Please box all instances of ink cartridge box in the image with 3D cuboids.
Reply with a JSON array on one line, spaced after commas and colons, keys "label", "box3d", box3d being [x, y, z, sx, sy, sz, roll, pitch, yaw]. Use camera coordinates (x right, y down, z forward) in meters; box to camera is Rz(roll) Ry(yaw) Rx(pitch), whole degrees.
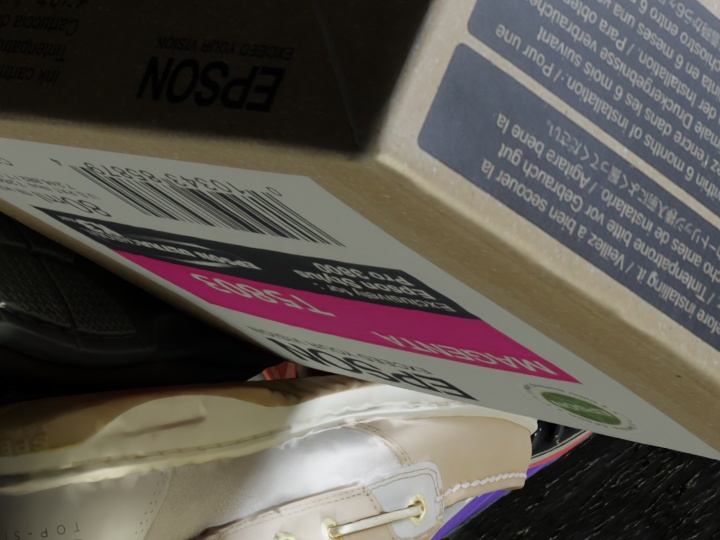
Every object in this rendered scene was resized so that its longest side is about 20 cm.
[{"label": "ink cartridge box", "box3d": [-0.002, -0.029, 0.592, 0.165, 0.200, 0.075, 33, 74, -41]}]

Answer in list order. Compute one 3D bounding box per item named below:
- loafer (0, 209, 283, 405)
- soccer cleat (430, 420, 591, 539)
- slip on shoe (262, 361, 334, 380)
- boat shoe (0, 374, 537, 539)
[{"label": "loafer", "box3d": [-0.087, 0.013, 0.695, 0.063, 0.072, 0.200, -44, 153, 20]}, {"label": "soccer cleat", "box3d": [0.021, 0.077, 1.074, 0.200, 0.068, 0.073, -32, 172, -3]}, {"label": "slip on shoe", "box3d": [0.000, 0.000, 0.835, 0.200, 0.074, 0.061, 93, 14, -51]}, {"label": "boat shoe", "box3d": [-0.023, 0.063, 0.699, 0.074, 0.069, 0.200, -8, 176, 40]}]
